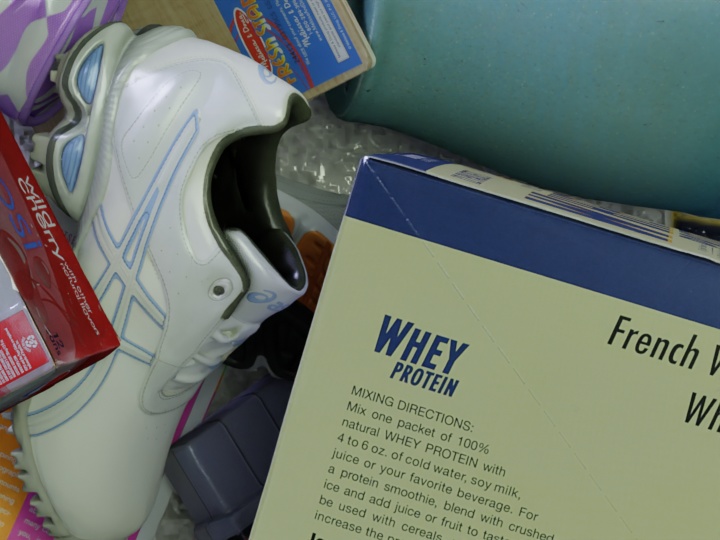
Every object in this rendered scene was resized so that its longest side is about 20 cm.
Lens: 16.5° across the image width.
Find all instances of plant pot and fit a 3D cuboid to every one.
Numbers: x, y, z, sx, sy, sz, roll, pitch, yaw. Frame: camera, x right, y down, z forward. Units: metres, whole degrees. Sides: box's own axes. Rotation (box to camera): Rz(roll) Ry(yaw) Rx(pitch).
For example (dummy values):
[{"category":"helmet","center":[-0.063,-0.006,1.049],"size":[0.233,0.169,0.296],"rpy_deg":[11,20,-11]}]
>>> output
[{"category":"plant pot","center":[0.083,-0.119,0.978],"size":[0.188,0.200,0.200],"rpy_deg":[3,84,-10]}]

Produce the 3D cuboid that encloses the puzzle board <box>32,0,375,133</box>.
[{"category":"puzzle board","center":[-0.096,-0.137,0.939],"size":[0.200,0.151,0.017],"rpy_deg":[62,31,-6]}]

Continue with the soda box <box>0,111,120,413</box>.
[{"category":"soda box","center":[-0.160,-0.045,0.834],"size":[0.063,0.070,0.200],"rpy_deg":[-27,88,13]}]

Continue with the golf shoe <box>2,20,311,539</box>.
[{"category":"golf shoe","center":[-0.069,0.015,0.883],"size":[0.078,0.097,0.200],"rpy_deg":[-26,127,-59]}]

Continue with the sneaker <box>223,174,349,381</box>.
[{"category":"sneaker","center":[0.000,0.000,0.971],"size":[0.200,0.076,0.092],"rpy_deg":[25,32,-11]}]

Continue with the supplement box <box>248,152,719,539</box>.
[{"category":"supplement box","center":[0.073,0.081,0.843],"size":[0.200,0.134,0.200],"rpy_deg":[17,95,6]}]

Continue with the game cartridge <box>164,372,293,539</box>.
[{"category":"game cartridge","center":[0.016,0.125,0.985],"size":[0.130,0.038,0.200],"rpy_deg":[-37,99,-42]}]

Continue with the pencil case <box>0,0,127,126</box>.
[{"category":"pencil case","center":[-0.172,-0.135,0.909],"size":[0.200,0.084,0.086],"rpy_deg":[33,83,0]}]

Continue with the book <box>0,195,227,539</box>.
[{"category":"book","center":[-0.137,0.075,0.944],"size":[0.133,0.048,0.200],"rpy_deg":[28,76,-20]}]
